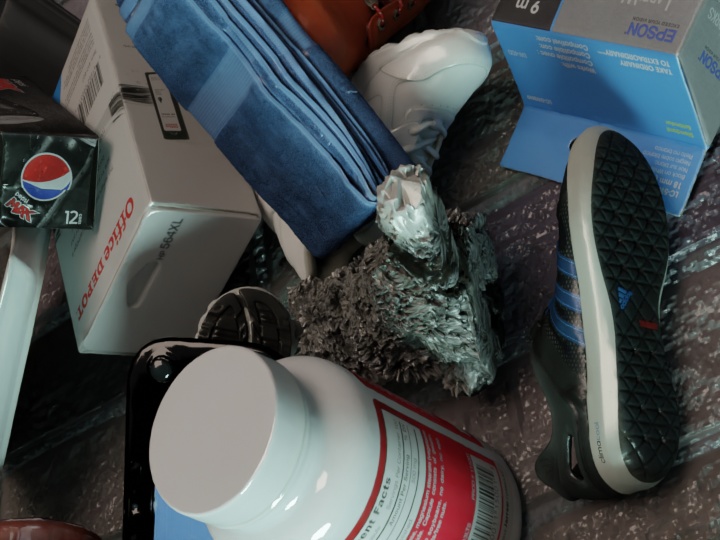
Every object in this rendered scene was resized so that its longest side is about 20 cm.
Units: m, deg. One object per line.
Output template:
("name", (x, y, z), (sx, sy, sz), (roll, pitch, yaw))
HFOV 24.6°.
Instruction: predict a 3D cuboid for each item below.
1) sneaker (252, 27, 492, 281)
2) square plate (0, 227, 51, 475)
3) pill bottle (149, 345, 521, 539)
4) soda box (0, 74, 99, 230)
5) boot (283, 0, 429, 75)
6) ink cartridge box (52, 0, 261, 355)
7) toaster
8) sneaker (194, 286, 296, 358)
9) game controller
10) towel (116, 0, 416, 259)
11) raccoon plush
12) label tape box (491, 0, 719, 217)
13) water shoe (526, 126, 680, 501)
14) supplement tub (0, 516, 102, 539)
("sneaker", (0.020, -0.063, 1.014), (0.200, 0.077, 0.100), (-45, 55, 34))
("square plate", (-0.242, 0.056, 1.127), (0.198, 0.028, 0.202), (-115, 38, -71))
("pill bottle", (-0.011, 0.112, 0.859), (0.111, 0.199, 0.114), (-20, 57, 33))
("soda box", (-0.238, -0.085, 1.122), (0.200, 0.070, 0.064), (34, 119, 59))
("boot", (-0.002, -0.169, 1.026), (0.107, 0.075, 0.200), (-31, 9, 16))
("ink cartridge box", (-0.150, -0.062, 1.120), (0.147, 0.083, 0.201), (-57, 40, 39))
("toaster", (-0.284, -0.149, 1.281), (0.113, 0.129, 0.202), (16, 81, 44))
("sneaker", (-0.088, 0.106, 1.033), (0.079, 0.073, 0.202), (-99, 29, -84))
("game controller", (-0.089, 0.141, 0.969), (0.103, 0.042, 0.203), (4, 95, 21))
("towel", (-0.060, -0.100, 0.942), (0.048, 0.200, 0.112), (-42, 2, -33))
("raccoon plush", (0.000, 0.000, 0.917), (0.132, 0.201, 0.098), (-6, 50, 17))
("label tape box", (0.154, -0.148, 0.940), (0.143, 0.063, 0.202), (20, 83, 46))
("water shoe", (0.117, 0.021, 0.878), (0.078, 0.071, 0.203), (-22, 59, 43))
("supplement tub", (-0.210, 0.265, 1.026), (0.106, 0.107, 0.202), (-22, 56, 32))
